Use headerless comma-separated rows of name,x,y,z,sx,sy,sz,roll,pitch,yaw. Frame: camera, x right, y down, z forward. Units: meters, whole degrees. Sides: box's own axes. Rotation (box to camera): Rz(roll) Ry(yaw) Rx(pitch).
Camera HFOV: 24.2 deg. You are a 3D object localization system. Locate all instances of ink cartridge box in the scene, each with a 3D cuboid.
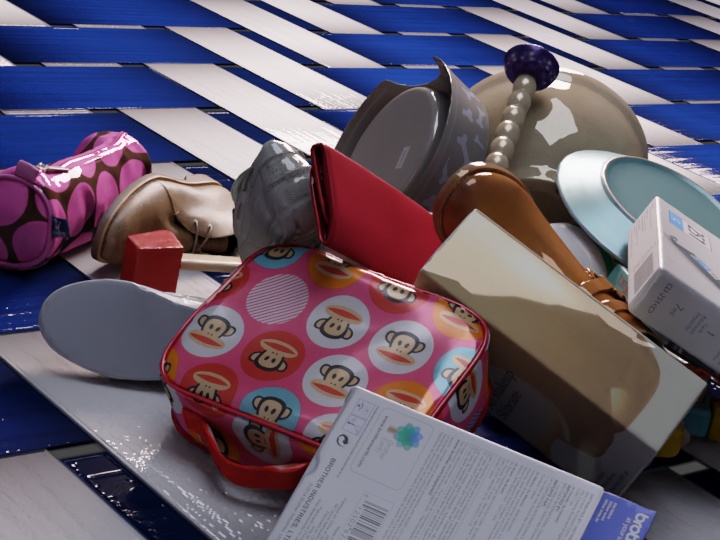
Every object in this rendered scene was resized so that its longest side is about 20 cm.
ink cartridge box,0.057,0.156,0.974,0.200,0.042,0.119,19,63,24
ink cartridge box,0.281,0.034,1.258,0.176,0.045,0.200,35,19,-3

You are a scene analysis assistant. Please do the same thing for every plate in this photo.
plate,0.259,-0.046,1.426,0.200,0.026,0.200,21,32,-14

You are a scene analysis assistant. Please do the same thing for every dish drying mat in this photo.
dish drying mat,0.017,-0.029,1.204,0.018,0.077,0.200,-18,-21,21

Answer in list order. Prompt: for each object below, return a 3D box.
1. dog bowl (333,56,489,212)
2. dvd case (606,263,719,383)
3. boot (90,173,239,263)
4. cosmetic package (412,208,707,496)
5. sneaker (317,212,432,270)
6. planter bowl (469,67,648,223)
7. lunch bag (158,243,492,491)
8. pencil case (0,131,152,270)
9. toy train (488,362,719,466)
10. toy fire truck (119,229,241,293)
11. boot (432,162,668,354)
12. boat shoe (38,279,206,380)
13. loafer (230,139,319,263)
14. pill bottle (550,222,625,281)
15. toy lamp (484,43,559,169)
dog bowl,0.040,-0.095,1.530,0.059,0.200,0.200,28,12,-26
dvd case,0.294,0.072,1.320,0.200,0.022,0.146,32,12,-17
boot,-0.153,-0.037,1.435,0.075,0.074,0.200,31,23,19
cosmetic package,0.126,0.061,1.164,0.200,0.105,0.071,37,60,10
sneaker,0.000,0.000,1.286,0.082,0.077,0.200,-9,0,24
planter bowl,0.162,-0.070,1.551,0.200,0.200,0.135,13,37,3
lunch bag,-0.028,0.079,1.112,0.200,0.082,0.176,22,52,25
pencil case,-0.244,-0.065,1.410,0.091,0.094,0.200,16,19,11
toy train,0.200,0.091,1.307,0.200,0.056,0.150,-6,27,-42
toy fire truck,-0.077,0.014,1.358,0.200,0.049,0.141,-3,25,-36
boot,0.145,0.010,1.214,0.200,0.074,0.155,40,3,-46
boat shoe,-0.135,0.047,1.229,0.200,0.071,0.070,4,-6,-12
loafer,-0.062,-0.047,1.243,0.070,0.070,0.200,-25,-6,-16
pill bottle,0.197,0.014,1.430,0.200,0.113,0.113,-4,25,-37
toy lamp,0.122,-0.108,1.444,0.058,0.058,0.200,15,56,7
